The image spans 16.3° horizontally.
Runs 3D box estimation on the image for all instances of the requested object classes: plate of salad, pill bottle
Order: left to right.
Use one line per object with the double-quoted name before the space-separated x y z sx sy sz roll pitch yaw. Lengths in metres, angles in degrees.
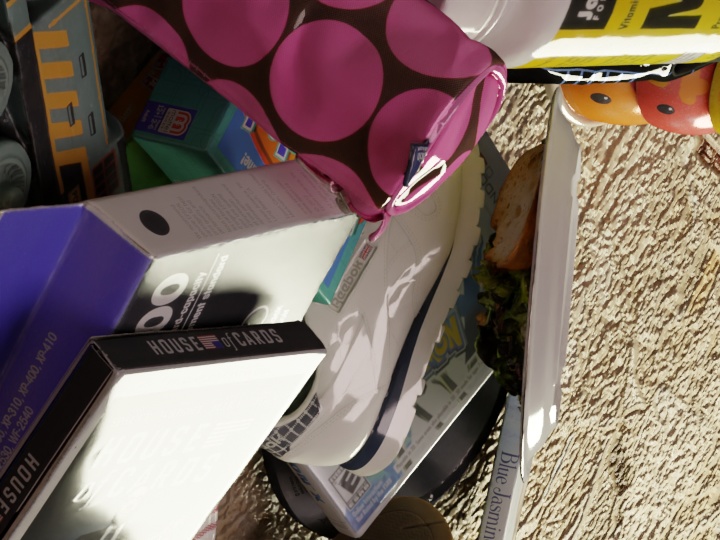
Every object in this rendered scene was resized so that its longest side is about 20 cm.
"plate of salad" 0.083 0.007 1.278 0.200 0.048 0.202 4 90 -84
"pill bottle" 0.098 -0.151 1.156 0.199 0.114 0.115 -5 118 -33

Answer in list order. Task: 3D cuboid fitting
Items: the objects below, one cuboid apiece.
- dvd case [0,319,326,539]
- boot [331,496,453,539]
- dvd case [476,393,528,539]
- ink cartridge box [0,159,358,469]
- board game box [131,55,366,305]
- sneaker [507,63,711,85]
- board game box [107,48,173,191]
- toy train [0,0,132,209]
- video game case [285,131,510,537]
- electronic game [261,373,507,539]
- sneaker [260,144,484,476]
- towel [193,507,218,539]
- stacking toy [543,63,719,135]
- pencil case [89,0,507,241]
"dvd case" -0.113 0.105 1.075 0.150 0.025 0.200 -4 135 -57
"boot" -0.028 0.217 1.410 0.199 0.072 0.155 -35 158 -8
"dvd case" 0.093 0.107 1.495 0.143 0.017 0.201 -56 157 -69
"ink cartridge box" -0.110 0.049 1.073 0.199 0.043 0.199 -12 140 -51
"board game box" -0.020 -0.107 1.185 0.201 0.045 0.152 -66 150 -18
"sneaker" 0.119 -0.128 1.270 0.199 0.078 0.071 -12 109 -44
"board game box" -0.113 -0.018 1.169 0.200 0.030 0.096 -54 146 -19
"toy train" -0.152 -0.061 1.035 0.114 0.085 0.201 -48 148 -36
"video game case" 0.011 0.008 1.316 0.200 0.022 0.183 -49 126 -21
"electronic game" 0.020 0.055 1.394 0.199 0.041 0.201 -24 125 -40
"sneaker" 0.000 0.000 1.248 0.080 0.076 0.202 16 87 -31
"towel" -0.126 0.116 1.221 0.146 0.030 0.201 -31 144 -38
"stacking toy" 0.212 -0.121 1.396 0.146 0.199 0.147 -33 136 -38
"pencil case" -0.038 -0.105 1.062 0.094 0.200 0.091 -53 169 11
